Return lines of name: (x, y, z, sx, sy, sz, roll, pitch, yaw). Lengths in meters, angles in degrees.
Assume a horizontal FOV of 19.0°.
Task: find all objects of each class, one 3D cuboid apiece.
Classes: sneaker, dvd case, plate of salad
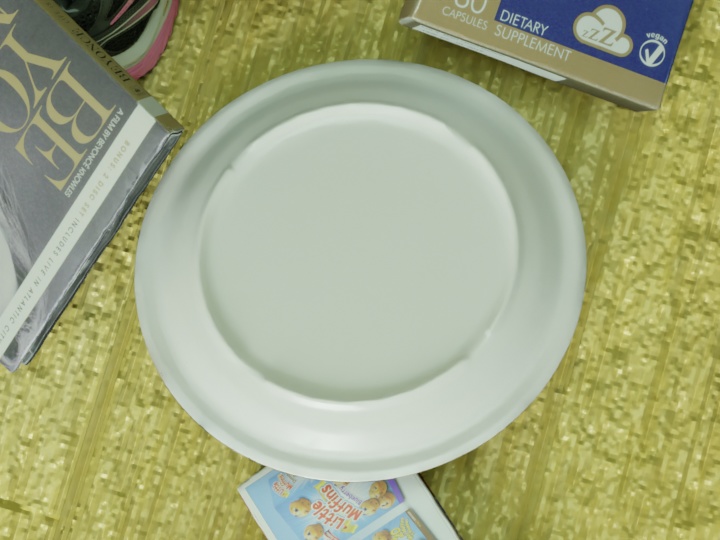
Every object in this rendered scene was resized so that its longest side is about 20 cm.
sneaker: (-0.105, -0.188, 0.980, 0.080, 0.086, 0.201, 3, 78, 5)
dvd case: (-0.186, -0.074, 0.964, 0.200, 0.016, 0.149, 44, 118, 12)
plate of salad: (0.000, 0.000, 0.950, 0.199, 0.048, 0.201, -2, 67, 5)

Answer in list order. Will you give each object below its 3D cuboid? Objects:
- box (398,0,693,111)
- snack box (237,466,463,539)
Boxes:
box: (0.106, -0.185, 0.953, 0.121, 0.032, 0.201, 19, 88, -10)
snack box: (0.029, 0.158, 0.926, 0.072, 0.024, 0.200, -33, 77, 0)
